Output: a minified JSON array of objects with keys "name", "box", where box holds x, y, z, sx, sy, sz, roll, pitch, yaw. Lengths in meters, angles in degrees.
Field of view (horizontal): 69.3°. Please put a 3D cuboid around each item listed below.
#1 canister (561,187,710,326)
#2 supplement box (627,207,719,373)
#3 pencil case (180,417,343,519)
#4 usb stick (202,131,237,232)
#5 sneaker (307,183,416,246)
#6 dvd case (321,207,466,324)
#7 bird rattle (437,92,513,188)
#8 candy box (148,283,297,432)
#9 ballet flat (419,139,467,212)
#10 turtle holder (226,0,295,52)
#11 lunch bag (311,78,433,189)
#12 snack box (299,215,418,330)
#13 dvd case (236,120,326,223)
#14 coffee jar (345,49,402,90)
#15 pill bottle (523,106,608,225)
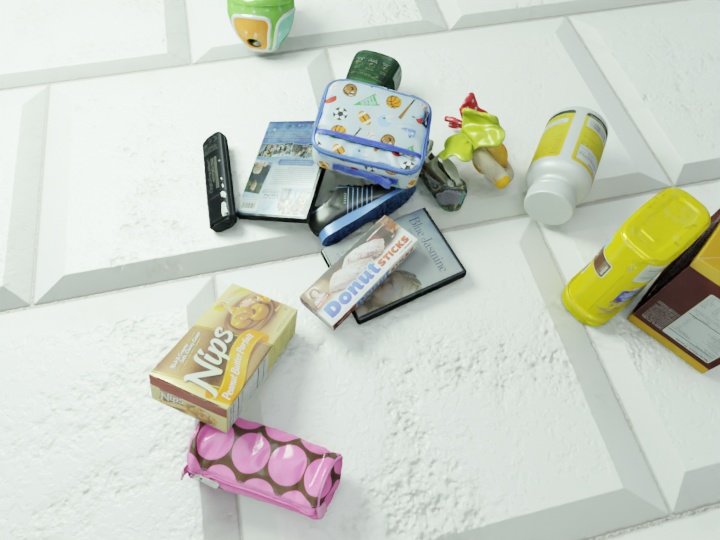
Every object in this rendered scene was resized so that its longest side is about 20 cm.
[{"name":"canister","box":[0.401,-0.015,0.773,0.148,0.200,0.087,-35,68,-19]},{"name":"supplement box","box":[0.540,0.009,0.764,0.133,0.200,0.197,39,67,18]},{"name":"pencil case","box":[-0.125,0.255,0.675,0.198,0.091,0.094,13,27,7]},{"name":"usb stick","box":[-0.250,-0.158,0.920,0.055,0.033,0.201,-27,60,23]},{"name":"sneaker","box":[-0.001,-0.121,0.891,0.199,0.070,0.078,-29,72,-16]},{"name":"dvd case","box":[0.054,-0.012,0.854,0.199,0.018,0.143,-23,64,-14]},{"name":"bird rattle","box":[0.210,-0.218,0.931,0.112,0.200,0.163,-39,99,20]},{"name":"candy box","box":[-0.182,0.112,0.728,0.115,0.056,0.200,20,41,10]},{"name":"ballet flat","box":[0.123,-0.195,0.935,0.072,0.072,0.201,-31,67,-17]},{"name":"turtle holder","box":[-0.203,-0.536,1.072,0.140,0.133,0.186,-7,42,-10]},{"name":"lunch bag","box":[0.022,-0.222,0.862,0.198,0.076,0.162,14,69,0]},{"name":"snack box","box":[0.000,0.000,0.813,0.072,0.024,0.200,38,68,18]},{"name":"dvd case","box":[-0.126,-0.175,0.907,0.141,0.018,0.202,6,68,22]},{"name":"coffee jar","box":[0.002,-0.318,0.989,0.103,0.086,0.201,19,63,8]},{"name":"pill bottle","box":[0.355,-0.181,0.912,0.111,0.112,0.201,24,63,11]}]
